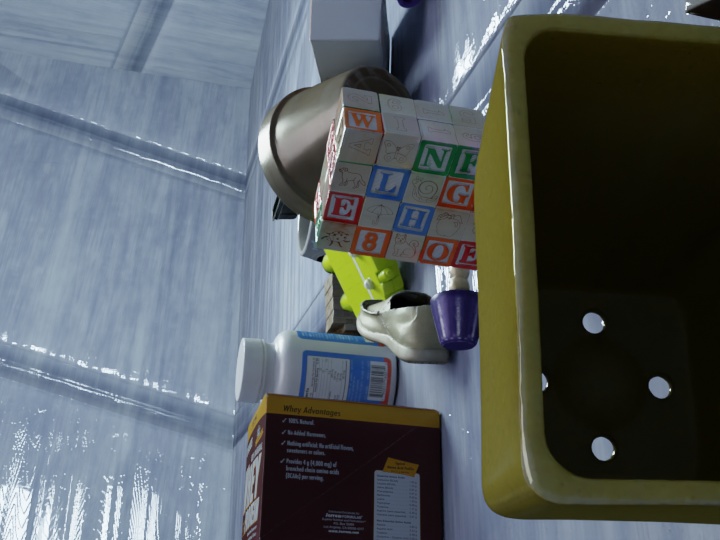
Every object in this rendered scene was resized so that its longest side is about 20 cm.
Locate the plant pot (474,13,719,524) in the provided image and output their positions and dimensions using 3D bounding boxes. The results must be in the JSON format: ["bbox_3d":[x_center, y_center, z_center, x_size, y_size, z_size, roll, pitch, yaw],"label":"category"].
[{"bbox_3d":[0.143,0.027,0.449,0.200,0.193,0.196,103,169,-68],"label":"plant pot"}]

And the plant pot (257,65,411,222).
[{"bbox_3d":[-0.017,-0.187,1.317,0.173,0.198,0.202,-34,49,53],"label":"plant pot"}]

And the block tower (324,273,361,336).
[{"bbox_3d":[-0.021,0.096,1.419,0.058,0.053,0.202,125,146,-64],"label":"block tower"}]

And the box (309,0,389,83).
[{"bbox_3d":[-0.011,-0.331,1.377,0.200,0.096,0.126,76,-165,-71],"label":"box"}]

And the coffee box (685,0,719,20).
[{"bbox_3d":[0.217,-0.143,0.336,0.200,0.112,0.081,-179,96,-77],"label":"coffee box"}]

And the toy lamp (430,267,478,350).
[{"bbox_3d":[0.098,-0.021,0.957,0.058,0.058,0.202,124,152,-65],"label":"toy lamp"}]

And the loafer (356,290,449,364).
[{"bbox_3d":[0.052,0.055,1.099,0.200,0.075,0.069,-155,73,-67],"label":"loafer"}]

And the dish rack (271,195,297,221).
[{"bbox_3d":[-0.125,-0.206,1.802,0.154,0.054,0.202,122,152,-62],"label":"dish rack"}]

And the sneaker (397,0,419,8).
[{"bbox_3d":[0.080,-0.401,1.233,0.200,0.080,0.084,113,148,-79],"label":"sneaker"}]

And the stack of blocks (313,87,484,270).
[{"bbox_3d":[0.070,-0.066,0.765,0.059,0.198,0.116,-95,17,-50],"label":"stack of blocks"}]

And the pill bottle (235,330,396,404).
[{"bbox_3d":[-0.060,0.137,1.260,0.112,0.198,0.113,-173,90,-78],"label":"pill bottle"}]

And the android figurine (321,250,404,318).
[{"bbox_3d":[0.000,0.000,1.284,0.183,0.041,0.200,65,160,1],"label":"android figurine"}]

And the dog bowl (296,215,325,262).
[{"bbox_3d":[-0.075,-0.112,1.782,0.200,0.058,0.202,-173,90,-78],"label":"dog bowl"}]

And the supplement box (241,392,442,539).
[{"bbox_3d":[-0.024,0.256,1.043,0.133,0.195,0.202,121,154,-61],"label":"supplement box"}]
